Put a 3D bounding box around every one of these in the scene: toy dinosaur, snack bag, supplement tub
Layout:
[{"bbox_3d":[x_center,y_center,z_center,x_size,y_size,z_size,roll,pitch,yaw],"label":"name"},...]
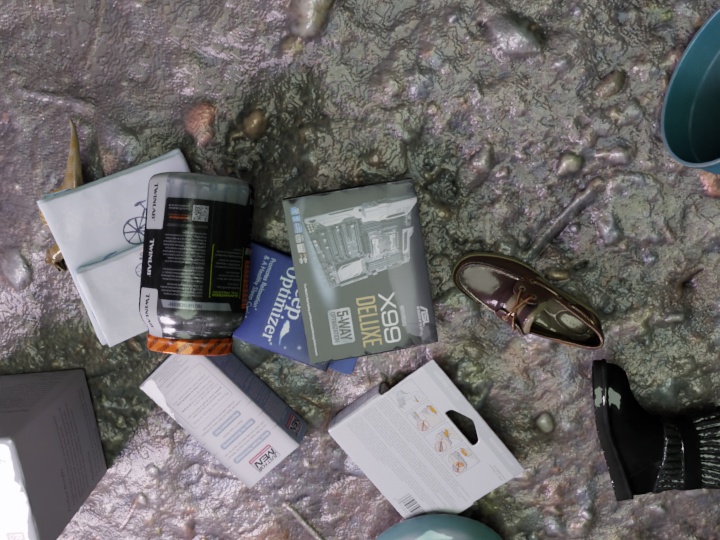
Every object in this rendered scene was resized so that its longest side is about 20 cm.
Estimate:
[{"bbox_3d":[-0.350,-0.078,0.987,0.101,0.058,0.200,16,107,2],"label":"toy dinosaur"},{"bbox_3d":[-0.263,-0.031,0.969,0.188,0.021,0.200,-23,107,-15],"label":"snack bag"},{"bbox_3d":[-0.189,-0.007,0.914,0.122,0.123,0.200,4,89,5],"label":"supplement tub"}]

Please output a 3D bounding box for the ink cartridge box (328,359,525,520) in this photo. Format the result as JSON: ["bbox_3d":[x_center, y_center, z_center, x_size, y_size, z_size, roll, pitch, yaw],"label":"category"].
[{"bbox_3d":[0.085,0.227,1.040,0.174,0.044,0.200,-37,100,14],"label":"ink cartridge box"}]

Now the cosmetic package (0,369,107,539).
[{"bbox_3d":[-0.454,0.245,1.020,0.165,0.200,0.165,-5,106,7],"label":"cosmetic package"}]

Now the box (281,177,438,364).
[{"bbox_3d":[0.000,0.000,0.951,0.157,0.050,0.200,-9,97,-3],"label":"box"}]

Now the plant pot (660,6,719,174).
[{"bbox_3d":[0.453,-0.169,0.817,0.188,0.200,0.200,19,108,-16],"label":"plant pot"}]

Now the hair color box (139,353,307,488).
[{"bbox_3d":[-0.177,0.178,1.044,0.099,0.061,0.200,-43,97,16],"label":"hair color box"}]

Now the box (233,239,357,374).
[{"bbox_3d":[-0.083,0.046,0.993,0.200,0.032,0.121,21,95,-5],"label":"box"}]

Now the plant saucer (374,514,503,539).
[{"bbox_3d":[0.105,0.410,1.077,0.200,0.027,0.200,0,120,0],"label":"plant saucer"}]

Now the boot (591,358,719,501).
[{"bbox_3d":[0.374,0.188,0.978,0.158,0.079,0.211,-13,116,17],"label":"boot"}]

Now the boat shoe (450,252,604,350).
[{"bbox_3d":[0.203,0.041,0.957,0.200,0.072,0.072,29,107,-3],"label":"boat shoe"}]
